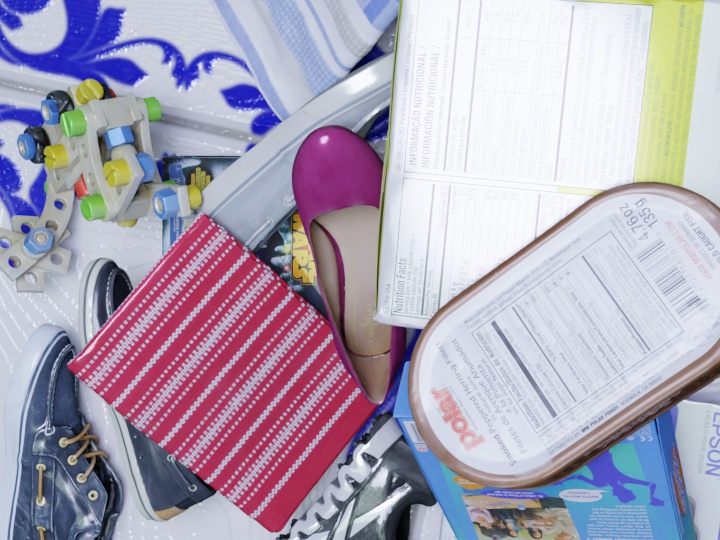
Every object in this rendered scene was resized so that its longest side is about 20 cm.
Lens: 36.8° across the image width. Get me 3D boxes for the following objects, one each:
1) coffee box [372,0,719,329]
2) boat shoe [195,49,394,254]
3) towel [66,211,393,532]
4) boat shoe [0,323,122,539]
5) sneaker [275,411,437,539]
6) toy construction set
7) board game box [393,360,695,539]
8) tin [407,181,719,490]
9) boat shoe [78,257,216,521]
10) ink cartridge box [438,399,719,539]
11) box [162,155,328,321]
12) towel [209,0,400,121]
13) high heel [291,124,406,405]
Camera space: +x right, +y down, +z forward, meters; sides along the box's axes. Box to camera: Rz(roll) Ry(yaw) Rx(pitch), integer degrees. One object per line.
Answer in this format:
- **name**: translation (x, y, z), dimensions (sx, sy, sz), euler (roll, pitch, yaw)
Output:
- **coffee box**: translation (0.126, -0.067, 0.694), dimensions (0.196, 0.200, 0.202), euler (6, 98, 12)
- **boat shoe**: translation (-0.029, -0.074, 0.746), dimensions (0.200, 0.070, 0.072), euler (-34, 97, 32)
- **towel**: translation (-0.085, 0.076, 0.768), dimensions (0.200, 0.022, 0.145), euler (43, 80, -18)
- **boat shoe**: translation (-0.231, 0.146, 0.863), dimensions (0.090, 0.071, 0.202), euler (14, 104, 10)
- **sneaker**: translation (-0.010, 0.209, 0.816), dimensions (0.090, 0.066, 0.200), euler (40, 99, 9)
- **toy construction set**: translation (-0.205, -0.065, 0.809), dimensions (0.199, 0.092, 0.132), euler (-28, 83, 38)
- **board game box**: translation (0.122, 0.131, 0.675), dimensions (0.151, 0.045, 0.201), euler (-3, 137, 22)
- **tin**: translation (0.113, 0.035, 0.571), dimensions (0.200, 0.042, 0.112), euler (-38, 66, 14)
- **boat shoe**: translation (-0.154, 0.085, 0.796), dimensions (0.062, 0.075, 0.201), euler (-15, 95, 14)
- **ink cartridge box**: translation (0.159, 0.175, 0.787), dimensions (0.198, 0.043, 0.200), euler (8, 98, 12)
- **box**: translation (-0.083, 0.013, 0.829), dimensions (0.136, 0.040, 0.202), euler (1, 95, 12)
- **towel**: translation (-0.048, -0.197, 0.745), dimensions (0.024, 0.200, 0.148), euler (-29, 88, -30)
- **high heel**: translation (0.000, 0.000, 0.705), dimensions (0.067, 0.201, 0.097), euler (-13, 51, 6)
